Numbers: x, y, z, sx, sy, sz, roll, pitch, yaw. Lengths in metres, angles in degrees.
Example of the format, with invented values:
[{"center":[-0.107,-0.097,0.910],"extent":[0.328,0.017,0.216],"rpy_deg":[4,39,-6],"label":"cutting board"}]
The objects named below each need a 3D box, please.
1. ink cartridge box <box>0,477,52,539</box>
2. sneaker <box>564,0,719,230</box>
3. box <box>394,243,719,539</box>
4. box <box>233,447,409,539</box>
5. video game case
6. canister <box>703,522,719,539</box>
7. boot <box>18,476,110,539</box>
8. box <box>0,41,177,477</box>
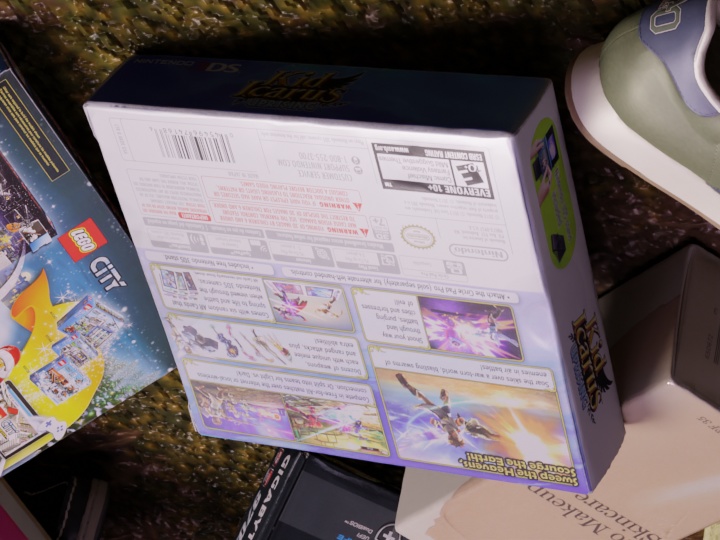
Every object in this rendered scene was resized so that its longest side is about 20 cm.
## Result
[{"center":[-0.220,0.203,1.251],"extent":[0.165,0.075,0.200],"rpy_deg":[-35,96,22],"label":"ink cartridge box"},{"center":[0.183,-0.046,0.926],"extent":[0.200,0.067,0.090],"rpy_deg":[28,147,-14],"label":"sneaker"},{"center":[0.113,0.076,1.105],"extent":[0.095,0.078,0.200],"rpy_deg":[30,141,-21],"label":"box"},{"center":[0.016,0.197,1.239],"extent":[0.200,0.159,0.046],"rpy_deg":[27,179,-17],"label":"box"},{"center":[0.000,0.000,1.009],"extent":[0.200,0.045,0.181],"rpy_deg":[7,129,29],"label":"video game case"},{"center":[0.195,0.193,1.131],"extent":[0.086,0.200,0.149],"rpy_deg":[3,143,14],"label":"canister"},{"center":[-0.234,0.143,1.319],"extent":[0.150,0.073,0.200],"rpy_deg":[25,150,-18],"label":"boot"},{"center":[-0.172,0.002,1.076],"extent":[0.136,0.038,0.200],"rpy_deg":[-32,134,-1],"label":"box"}]
